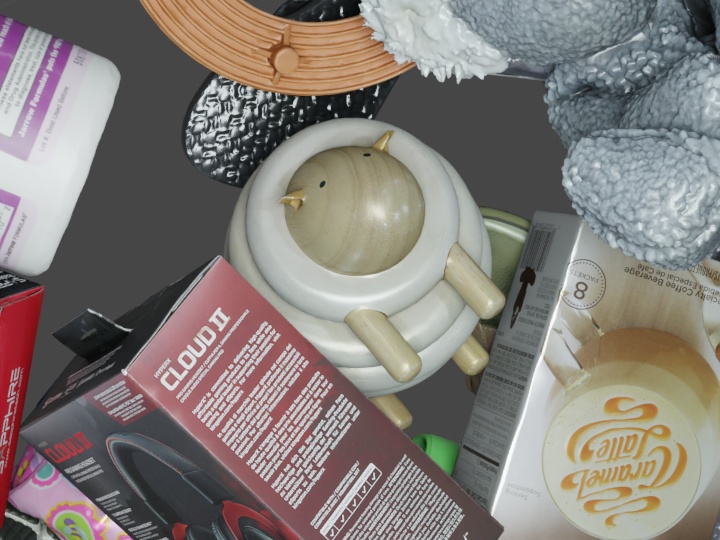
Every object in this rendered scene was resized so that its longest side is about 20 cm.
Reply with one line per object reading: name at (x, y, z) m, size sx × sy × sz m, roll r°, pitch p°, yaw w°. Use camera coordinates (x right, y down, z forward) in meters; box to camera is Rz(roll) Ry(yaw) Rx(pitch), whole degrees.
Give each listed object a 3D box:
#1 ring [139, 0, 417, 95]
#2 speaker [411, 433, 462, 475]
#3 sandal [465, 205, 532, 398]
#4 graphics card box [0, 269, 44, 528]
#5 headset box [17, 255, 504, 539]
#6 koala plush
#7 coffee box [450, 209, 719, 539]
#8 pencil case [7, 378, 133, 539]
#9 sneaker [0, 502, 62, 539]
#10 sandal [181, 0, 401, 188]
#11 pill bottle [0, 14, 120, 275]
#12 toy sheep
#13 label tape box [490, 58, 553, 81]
ring at (-0.016, -0.176, 0.988) m, size 0.199 × 0.019 × 0.202 m, roll -5°, pitch 110°, yaw -14°
speaker at (0.095, 0.166, 1.108) m, size 0.199 × 0.088 × 0.089 m, roll 34°, pitch 95°, yaw -11°
sandal at (0.091, 0.054, 1.085) m, size 0.080 × 0.057 × 0.202 m, roll -21°, pitch 107°, yaw 38°
graphics card box at (-0.249, 0.039, 1.014) m, size 0.199 × 0.051 × 0.126 m, roll 18°, pitch 108°, yaw 20°
headset box at (-0.056, 0.087, 0.980) m, size 0.200 × 0.148 × 0.075 m, roll 45°, pitch 61°, yaw -11°
koala plush at (0.109, -0.116, 0.958) m, size 0.199 × 0.184 × 0.178 m, roll 34°, pitch 92°, yaw 11°
coffee box at (0.113, 0.084, 1.023) m, size 0.114 × 0.080 × 0.201 m, roll 17°, pitch 90°, yaw -13°
pencil case at (-0.088, 0.138, 1.085) m, size 0.200 × 0.087 × 0.088 m, roll 41°, pitch 94°, yaw -11°
sneaker at (-0.220, 0.148, 1.089) m, size 0.199 × 0.077 × 0.085 m, roll 24°, pitch 117°, yaw -8°
sandal at (-0.009, -0.114, 1.072) m, size 0.200 × 0.045 × 0.075 m, roll -46°, pitch 109°, yaw -11°
pill bottle at (-0.222, -0.082, 1.014) m, size 0.199 × 0.112 × 0.113 m, roll 22°, pitch 97°, yaw -10°
toy sheep at (0.000, 0.000, 1.009) m, size 0.137 × 0.200 × 0.139 m, roll 2°, pitch 68°, yaw -5°
label tape box at (0.125, -0.162, 1.056) m, size 0.199 × 0.066 × 0.144 m, roll 9°, pitch 102°, yaw 5°
